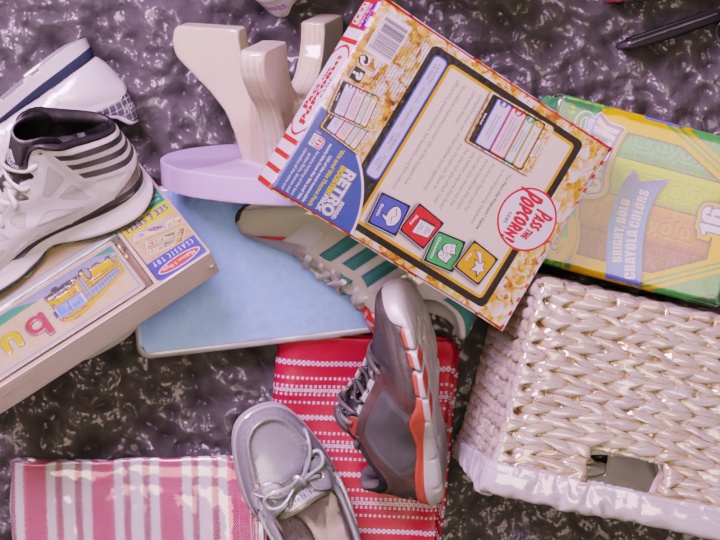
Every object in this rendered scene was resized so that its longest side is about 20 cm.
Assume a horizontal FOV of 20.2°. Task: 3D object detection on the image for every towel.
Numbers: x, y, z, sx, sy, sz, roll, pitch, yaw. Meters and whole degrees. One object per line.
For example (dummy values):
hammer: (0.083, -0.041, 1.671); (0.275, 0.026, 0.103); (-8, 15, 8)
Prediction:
towel: (-0.001, 0.146, 1.569); (0.143, 0.022, 0.202); (5, 95, -3)
towel: (-0.170, 0.215, 1.561); (0.198, 0.030, 0.148); (-1, 94, 3)

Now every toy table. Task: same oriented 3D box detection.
toy table: (-0.051, -0.117, 1.473); (0.198, 0.184, 0.118); (1, 105, 5)

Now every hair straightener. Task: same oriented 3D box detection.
hair straightener: (0.291, -0.191, 1.551); (0.198, 0.041, 0.078); (-11, 96, -6)

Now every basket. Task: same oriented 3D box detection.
basket: (0.185, 0.095, 1.486); (0.197, 0.200, 0.162); (12, 92, -4)

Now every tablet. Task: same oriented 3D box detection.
tablet: (-0.078, -0.008, 1.547); (0.198, 0.014, 0.131); (-7, 86, -2)

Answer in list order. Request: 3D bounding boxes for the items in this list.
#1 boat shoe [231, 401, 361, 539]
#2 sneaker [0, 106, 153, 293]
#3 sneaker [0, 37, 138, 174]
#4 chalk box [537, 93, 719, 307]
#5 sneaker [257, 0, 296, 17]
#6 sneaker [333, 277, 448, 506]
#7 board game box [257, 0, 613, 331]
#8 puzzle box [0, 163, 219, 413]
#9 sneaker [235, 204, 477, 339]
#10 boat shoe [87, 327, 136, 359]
boat shoe: (-0.035, 0.194, 1.522); (0.074, 0.065, 0.203); (-23, 99, -17)
sneaker: (-0.257, -0.057, 1.454); (0.199, 0.076, 0.116); (-27, 138, -6)
sneaker: (-0.261, -0.086, 1.513); (0.200, 0.076, 0.081); (-38, 105, 2)
chalk box: (0.176, -0.059, 1.508); (0.198, 0.124, 0.125); (13, 94, -4)
sneaker: (-0.017, -0.273, 1.516); (0.200, 0.075, 0.100); (-42, 137, -13)
sneaker: (0.017, 0.096, 1.489); (0.081, 0.077, 0.201); (-2, 124, 9)
board game box: (0.052, -0.074, 1.398); (0.199, 0.046, 0.152); (32, 92, -17)
puzzle box: (-0.218, 0.009, 1.483); (0.199, 0.025, 0.133); (-34, 51, -11)
sneaker: (0.000, 0.000, 1.507); (0.198, 0.070, 0.094); (10, 82, -4)
boat shoe: (-0.263, 0.050, 1.528); (0.201, 0.060, 0.072); (-24, 135, 2)
